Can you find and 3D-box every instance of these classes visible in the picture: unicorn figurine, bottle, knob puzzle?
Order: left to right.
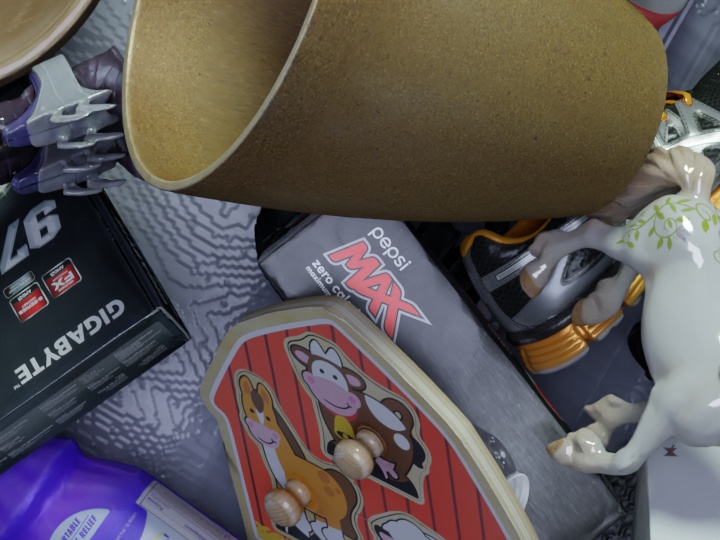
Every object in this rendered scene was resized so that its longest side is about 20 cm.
[{"bbox_3d":[-0.121,0.140,1.248,0.199,0.065,0.084,37,98,0],"label":"bottle"},{"bbox_3d":[-0.005,0.095,1.159,0.220,0.220,0.030,49,58,0],"label":"knob puzzle"},{"bbox_3d":[0.145,0.039,1.104,0.137,0.074,0.202,-21,84,35],"label":"unicorn figurine"}]

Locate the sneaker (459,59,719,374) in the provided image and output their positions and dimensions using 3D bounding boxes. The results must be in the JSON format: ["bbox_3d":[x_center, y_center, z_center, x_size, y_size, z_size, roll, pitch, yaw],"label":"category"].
[{"bbox_3d":[0.130,-0.044,1.207,0.077,0.078,0.200,45,75,-7],"label":"sneaker"}]

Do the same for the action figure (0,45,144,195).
[{"bbox_3d":[-0.198,-0.048,1.147,0.198,0.131,0.070,-17,52,-12],"label":"action figure"}]

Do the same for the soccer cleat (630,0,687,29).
[{"bbox_3d":[0.129,-0.159,1.161,0.073,0.200,0.068,-42,77,-1],"label":"soccer cleat"}]

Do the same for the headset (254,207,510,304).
[{"bbox_3d":[0.000,0.000,1.246,0.123,0.094,0.202,19,79,-5],"label":"headset"}]

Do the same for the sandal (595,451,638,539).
[{"bbox_3d":[0.076,0.136,1.255,0.199,0.048,0.076,-16,93,16],"label":"sandal"}]

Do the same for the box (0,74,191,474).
[{"bbox_3d":[-0.203,0.023,1.224,0.199,0.046,0.159,-34,62,3],"label":"box"}]

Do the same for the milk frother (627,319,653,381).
[{"bbox_3d":[0.245,-0.014,1.202,0.188,0.199,0.181,-44,132,-31],"label":"milk frother"}]

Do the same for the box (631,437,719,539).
[{"bbox_3d":[0.185,0.185,1.176,0.123,0.098,0.201,2,126,2],"label":"box"}]

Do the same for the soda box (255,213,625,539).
[{"bbox_3d":[0.036,0.051,1.174,0.071,0.063,0.200,-38,96,1],"label":"soda box"}]

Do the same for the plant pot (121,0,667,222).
[{"bbox_3d":[0.027,-0.095,1.082,0.199,0.186,0.188,18,93,-27],"label":"plant pot"}]

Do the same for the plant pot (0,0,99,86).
[{"bbox_3d":[-0.207,-0.178,1.221,0.199,0.093,0.203,0,86,1],"label":"plant pot"}]
